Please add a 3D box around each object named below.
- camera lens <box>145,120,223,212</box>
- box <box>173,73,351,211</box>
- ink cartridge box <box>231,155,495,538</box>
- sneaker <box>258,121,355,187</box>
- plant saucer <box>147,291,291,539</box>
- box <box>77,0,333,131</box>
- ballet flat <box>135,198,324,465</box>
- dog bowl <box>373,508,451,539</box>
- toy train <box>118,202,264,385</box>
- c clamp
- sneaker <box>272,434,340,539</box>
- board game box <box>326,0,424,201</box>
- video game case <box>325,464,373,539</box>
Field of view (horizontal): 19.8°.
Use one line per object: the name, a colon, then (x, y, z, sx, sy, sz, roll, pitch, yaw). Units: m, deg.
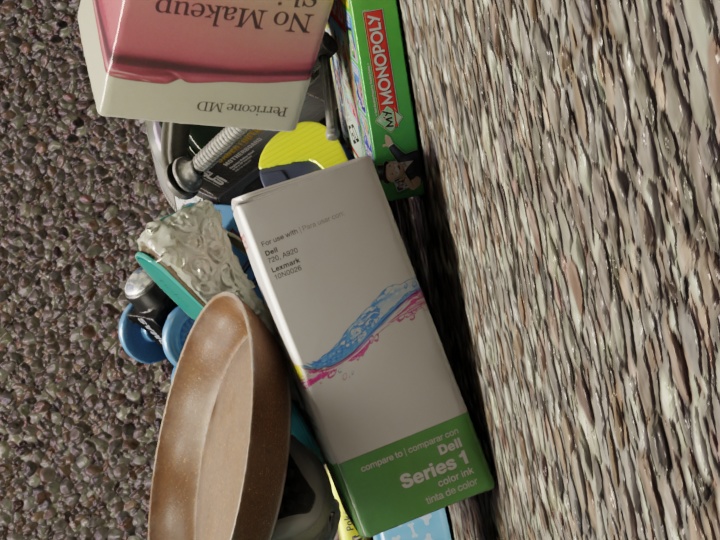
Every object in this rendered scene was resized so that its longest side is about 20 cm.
camera lens: (-0.088, -0.107, 1.644, 0.200, 0.159, 0.161, 102, 157, -79)
box: (-0.054, -0.023, 1.494, 0.048, 0.158, 0.200, 24, 139, 32)
ink cartridge box: (-0.002, 0.041, 1.194, 0.145, 0.084, 0.201, 177, 72, -86)
sneaker: (0.000, 0.000, 1.353, 0.082, 0.074, 0.201, 36, -146, -74)
plant saucer: (-0.081, 0.114, 1.199, 0.200, 0.034, 0.201, -170, 90, -70)
box: (-0.082, -0.194, 1.201, 0.109, 0.127, 0.200, -107, 27, -47)
ballet flat: (-0.060, 0.037, 1.288, 0.200, 0.072, 0.072, 54, -173, -24)
dog bowl: (0.042, 0.230, 1.500, 0.112, 0.049, 0.201, -112, 13, -70)
toy train: (-0.072, 0.049, 1.377, 0.200, 0.114, 0.087, 48, 157, -28)
c clamp: (-0.078, -0.113, 1.345, 0.200, 0.027, 0.171, -34, 42, 42)
sneaker: (-0.044, 0.143, 1.266, 0.075, 0.081, 0.200, -70, 14, -11)
board game box: (0.003, -0.130, 1.279, 0.200, 0.029, 0.135, -116, 15, -74)
video game case: (0.015, 0.215, 1.660, 0.200, 0.025, 0.181, 21, -123, -77)
